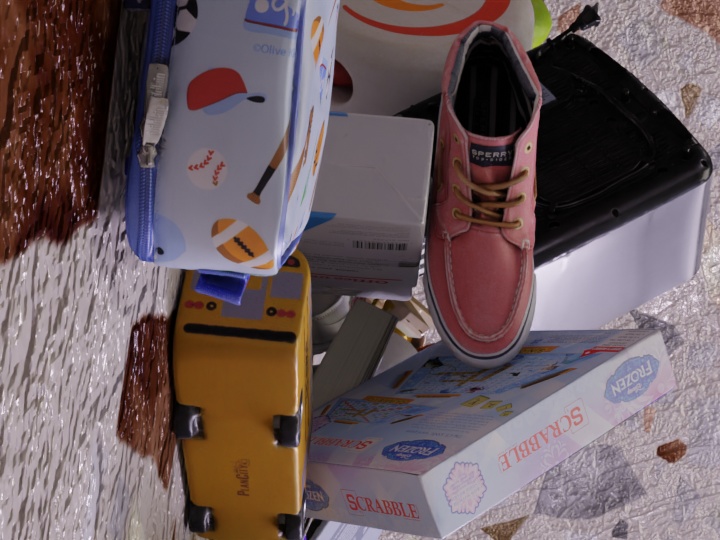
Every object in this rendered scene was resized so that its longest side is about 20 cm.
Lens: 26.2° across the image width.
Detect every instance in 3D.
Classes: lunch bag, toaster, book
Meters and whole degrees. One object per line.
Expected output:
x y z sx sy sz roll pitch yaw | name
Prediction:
-0.050 -0.072 0.626 0.200 0.075 0.162 -63 161 -86 | lunch bag
0.136 -0.062 1.087 0.181 0.199 0.119 52 -18 38 | toaster
-0.037 0.130 1.080 0.134 0.048 0.201 105 11 -71 | book

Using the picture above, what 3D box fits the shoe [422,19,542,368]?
0.074 -0.047 0.937 0.091 0.071 0.202 84 7 -71 | shoe

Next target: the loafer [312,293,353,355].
-0.041 0.020 1.197 0.200 0.069 0.070 -80 161 -78 | loafer

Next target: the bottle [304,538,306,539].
-0.058 0.284 1.134 0.065 0.083 0.202 -19 -110 44 | bottle

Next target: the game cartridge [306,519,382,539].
-0.024 0.246 1.441 0.200 0.040 0.134 -52 149 -32 | game cartridge

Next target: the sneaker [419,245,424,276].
0.002 -0.058 1.287 0.201 0.075 0.116 -126 -149 -51 | sneaker

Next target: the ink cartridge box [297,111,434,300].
-0.016 -0.038 0.990 0.200 0.115 0.068 91 4 -76 | ink cartridge box

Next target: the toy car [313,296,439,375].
0.015 0.125 1.294 0.200 0.150 0.175 -53 -173 15 | toy car

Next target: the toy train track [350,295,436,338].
0.000 0.000 1.168 0.033 0.115 0.200 -45 -147 8 | toy train track

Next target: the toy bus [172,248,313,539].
-0.060 0.075 0.827 0.201 0.065 0.079 92 3 -54 | toy bus

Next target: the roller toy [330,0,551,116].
0.038 -0.157 1.204 0.183 0.199 0.140 -64 163 -49 | roller toy

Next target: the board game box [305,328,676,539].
0.054 0.092 0.945 0.199 0.199 0.041 -4 -72 56 | board game box
